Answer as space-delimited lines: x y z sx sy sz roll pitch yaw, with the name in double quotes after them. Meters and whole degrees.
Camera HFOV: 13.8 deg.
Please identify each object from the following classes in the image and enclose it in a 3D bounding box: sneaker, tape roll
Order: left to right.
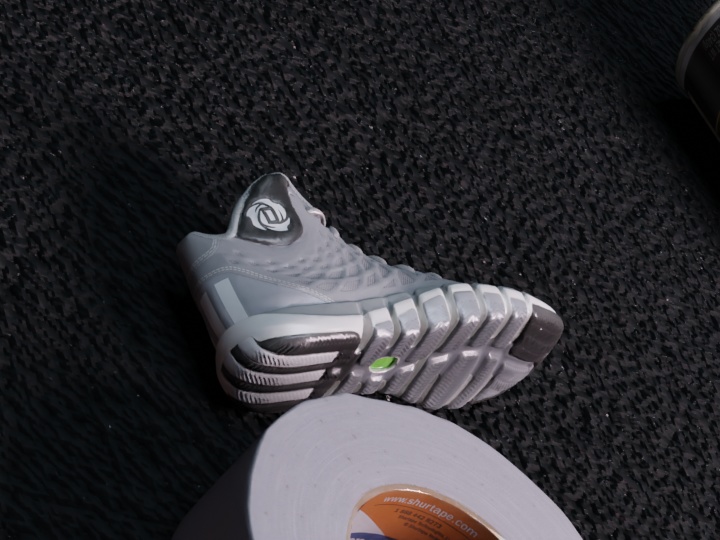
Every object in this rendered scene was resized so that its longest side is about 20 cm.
0.000 0.000 1.351 0.200 0.075 0.116 1 48 -45 "sneaker"
0.019 0.148 1.205 0.200 0.066 0.201 28 36 -22 "tape roll"

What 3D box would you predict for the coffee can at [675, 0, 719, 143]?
0.289 -0.070 1.674 0.146 0.146 0.200 0 51 -47 "coffee can"
